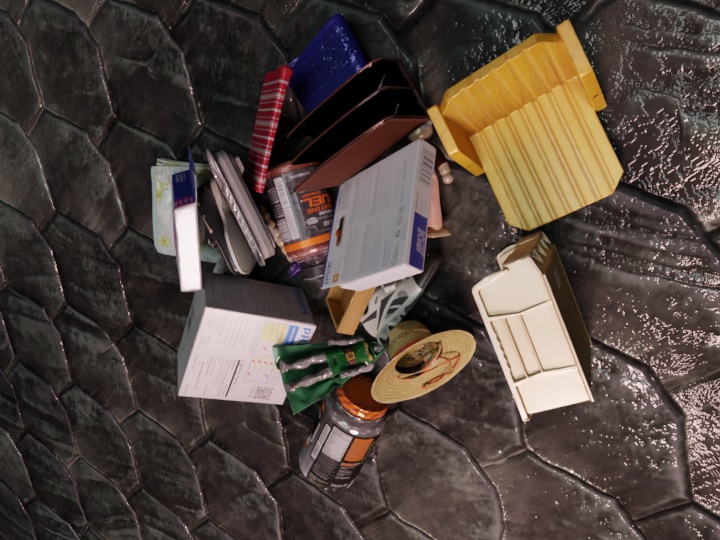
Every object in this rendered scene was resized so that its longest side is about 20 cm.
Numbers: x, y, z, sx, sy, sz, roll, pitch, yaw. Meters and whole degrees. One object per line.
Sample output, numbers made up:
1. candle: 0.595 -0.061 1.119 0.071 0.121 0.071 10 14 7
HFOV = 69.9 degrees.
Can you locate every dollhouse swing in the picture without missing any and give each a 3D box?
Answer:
1. dollhouse swing: 0.231 -0.169 0.691 0.199 0.181 0.177 -25 72 28

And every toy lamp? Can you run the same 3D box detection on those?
1. toy lamp: -0.166 -0.082 0.963 0.058 0.058 0.201 -39 85 29

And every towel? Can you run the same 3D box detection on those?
1. towel: -0.029 -0.289 0.850 0.147 0.049 0.201 -30 90 36
2. towel: -0.156 -0.236 0.859 0.022 0.145 0.202 10 101 -23
3. towel: -0.348 -0.121 1.047 0.170 0.048 0.202 10 108 24

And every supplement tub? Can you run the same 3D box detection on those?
1. supplement tub: -0.029 0.300 0.962 0.122 0.122 0.201 32 114 15
2. supplement tub: -0.093 -0.089 0.896 0.106 0.107 0.202 -14 97 28

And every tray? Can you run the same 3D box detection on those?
1. tray: 0.000 0.000 0.884 0.037 0.099 0.201 14 117 -25

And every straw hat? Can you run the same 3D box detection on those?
1. straw hat: 0.087 0.130 0.851 0.201 0.200 0.085 -51 50 27

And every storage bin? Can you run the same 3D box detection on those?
1. storage bin: 0.246 0.064 0.719 0.093 0.200 0.200 -21 94 27

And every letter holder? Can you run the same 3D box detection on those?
1. letter holder: -0.023 -0.209 0.756 0.199 0.142 0.101 -29 89 35

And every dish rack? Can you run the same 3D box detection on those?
1. dish rack: -0.194 -0.106 0.869 0.043 0.172 0.201 -26 96 -13

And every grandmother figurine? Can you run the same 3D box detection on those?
1. grandmother figurine: 0.096 -0.156 0.817 0.120 0.060 0.202 2 102 34

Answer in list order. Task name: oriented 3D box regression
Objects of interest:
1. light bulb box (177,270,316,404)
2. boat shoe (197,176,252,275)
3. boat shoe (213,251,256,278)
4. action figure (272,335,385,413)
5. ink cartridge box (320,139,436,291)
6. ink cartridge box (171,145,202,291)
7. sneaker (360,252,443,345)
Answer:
1. light bulb box: -0.215 0.128 0.950 0.199 0.198 0.125 -65 29 24
2. boat shoe: -0.255 -0.075 0.948 0.060 0.076 0.201 -25 68 12
3. boat shoe: -0.253 0.002 1.004 0.071 0.070 0.201 29 110 -12
4. action figure: -0.042 0.160 0.906 0.119 0.199 0.055 68 153 15
5. ink cartridge box: 0.025 -0.073 0.782 0.199 0.040 0.201 -16 59 50
6. ink cartridge box: -0.307 -0.096 0.898 0.196 0.043 0.202 -128 38 -58
7. sneaker: 0.059 0.034 0.874 0.088 0.074 0.200 41 117 8
